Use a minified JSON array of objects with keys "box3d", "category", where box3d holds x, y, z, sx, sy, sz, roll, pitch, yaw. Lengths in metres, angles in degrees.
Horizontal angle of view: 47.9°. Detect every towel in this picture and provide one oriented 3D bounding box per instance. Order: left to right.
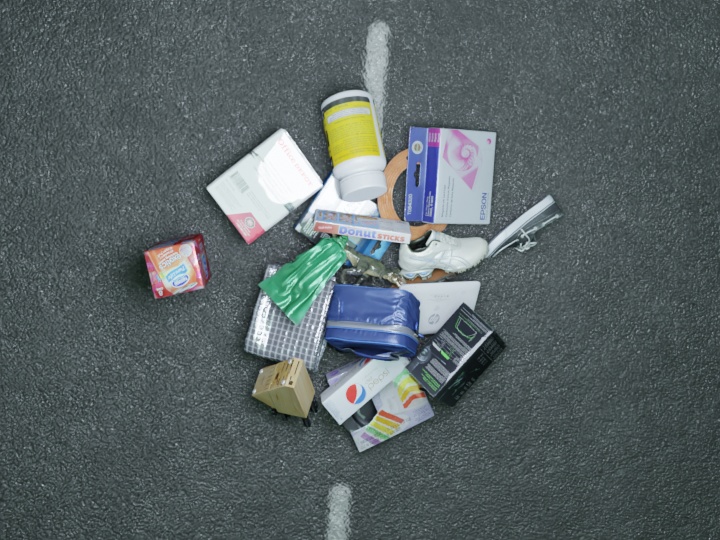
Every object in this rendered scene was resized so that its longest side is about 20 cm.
[{"box3d":[-0.141,0.093,1.677,0.163,0.086,0.204,13,83,9],"category":"towel"}]

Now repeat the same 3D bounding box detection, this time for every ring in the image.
[{"box3d":[0.119,-0.160,1.718,0.197,0.019,0.204,-6,102,-27],"category":"ring"}]

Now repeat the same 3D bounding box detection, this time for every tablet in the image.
[{"box3d":[0.161,0.084,1.746,0.197,0.014,0.132,-2,121,-23],"category":"tablet"}]

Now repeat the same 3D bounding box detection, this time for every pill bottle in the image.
[{"box3d":[-0.010,-0.249,1.639,0.112,0.114,0.204,-10,79,-5],"category":"pill bottle"}]

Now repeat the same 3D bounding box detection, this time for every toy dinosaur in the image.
[{"box3d":[0.000,0.000,1.690,0.198,0.047,0.089,32,85,-20],"category":"toy dinosaur"}]

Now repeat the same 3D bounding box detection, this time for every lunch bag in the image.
[{"box3d":[0.033,0.112,1.624,0.197,0.136,0.135,4,76,20],"category":"lunch bag"}]

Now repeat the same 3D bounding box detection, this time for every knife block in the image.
[{"box3d":[-0.128,0.263,1.688,0.174,0.199,0.065,33,57,-25],"category":"knife block"}]

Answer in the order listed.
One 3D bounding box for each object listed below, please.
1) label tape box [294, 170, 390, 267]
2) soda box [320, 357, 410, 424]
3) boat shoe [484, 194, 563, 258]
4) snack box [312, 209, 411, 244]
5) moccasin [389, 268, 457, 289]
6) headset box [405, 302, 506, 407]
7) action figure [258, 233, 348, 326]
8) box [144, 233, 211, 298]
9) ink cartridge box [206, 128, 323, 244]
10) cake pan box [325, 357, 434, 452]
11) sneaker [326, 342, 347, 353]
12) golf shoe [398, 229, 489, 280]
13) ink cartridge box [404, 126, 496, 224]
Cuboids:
[{"box3d":[-0.021,-0.094,1.717,0.199,0.063,0.145,35,94,-11],"category":"label tape box"},{"box3d":[0.009,0.232,1.720,0.199,0.068,0.064,-40,100,0],"category":"soda box"},{"box3d":[0.353,-0.079,1.763,0.198,0.074,0.068,-37,87,-10],"category":"boat shoe"},{"box3d":[0.003,-0.090,1.644,0.196,0.072,0.025,8,115,-4],"category":"snack box"},{"box3d":[0.110,0.038,1.752,0.199,0.078,0.074,-27,127,-7],"category":"moccasin"},{"box3d":[0.203,0.189,1.727,0.093,0.174,0.200,42,92,25],"category":"headset box"},{"box3d":[-0.095,0.001,1.626,0.200,0.055,0.118,-45,80,-4],"category":"action figure"},{"box3d":[-0.361,-0.012,1.616,0.098,0.200,0.097,-12,98,-5],"category":"box"},{"box3d":[-0.196,-0.176,1.671,0.199,0.084,0.146,-37,101,1],"category":"ink cartridge box"},{"box3d":[0.040,0.277,1.790,0.197,0.052,0.187,-23,99,-3],"category":"cake pan box"},{"box3d":[-0.058,0.132,1.736,0.196,0.084,0.078,10,97,-7],"category":"sneaker"},{"box3d":[0.175,-0.046,1.705,0.197,0.079,0.098,-15,129,-3],"category":"golf shoe"},{"box3d":[0.192,-0.199,1.712,0.197,0.043,0.200,-2,100,-27],"category":"ink cartridge box"}]
